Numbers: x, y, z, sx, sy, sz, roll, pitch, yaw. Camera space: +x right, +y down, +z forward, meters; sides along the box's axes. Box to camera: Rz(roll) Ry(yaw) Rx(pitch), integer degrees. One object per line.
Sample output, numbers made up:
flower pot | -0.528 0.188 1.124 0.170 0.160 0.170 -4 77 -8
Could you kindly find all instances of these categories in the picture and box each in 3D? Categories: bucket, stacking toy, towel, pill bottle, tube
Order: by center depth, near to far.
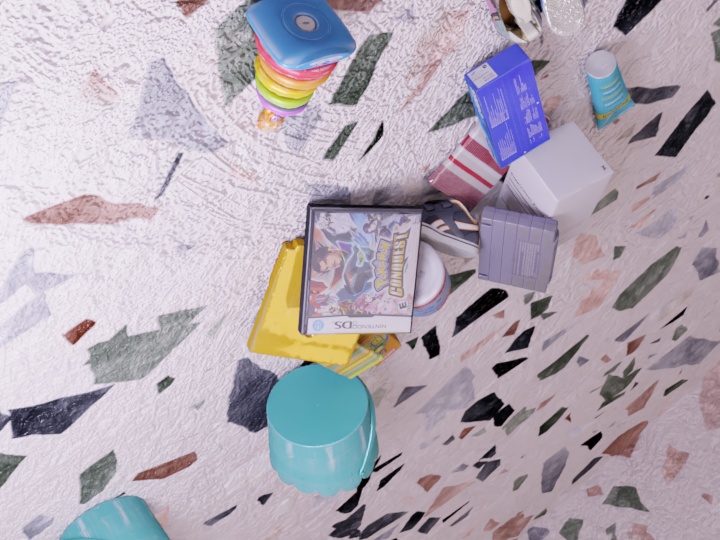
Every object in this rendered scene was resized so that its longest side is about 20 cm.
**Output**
stacking toy | -0.094 -0.237 1.423 0.115 0.110 0.200 -20 156 -32
towel | 0.208 -0.197 1.852 0.200 0.023 0.144 -48 146 12
towel | -0.060 0.121 1.887 0.199 0.018 0.086 30 133 -33
pill bottle | 0.094 0.019 1.897 0.109 0.109 0.200 -39 167 1
tube | 0.416 -0.300 1.918 0.077 0.051 0.200 -30 155 9
bucket | -0.422 0.502 1.986 0.206 0.135 0.208 -27 147 -20
bucket | -0.068 0.272 1.990 0.206 0.207 0.135 -26 140 -19

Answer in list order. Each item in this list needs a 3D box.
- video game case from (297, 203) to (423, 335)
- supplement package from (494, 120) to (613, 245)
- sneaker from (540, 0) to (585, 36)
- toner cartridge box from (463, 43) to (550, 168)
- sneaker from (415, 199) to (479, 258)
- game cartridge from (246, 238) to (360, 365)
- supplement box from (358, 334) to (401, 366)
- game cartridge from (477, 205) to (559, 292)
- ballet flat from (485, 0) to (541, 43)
video game case | 0.000 0.000 1.741 0.179 0.026 0.202 0 107 -17
supplement package | 0.320 -0.133 1.926 0.121 0.120 0.200 -26 158 -19
sneaker | 0.266 -0.432 1.566 0.076 0.111 0.201 -12 115 11
toner cartridge box | 0.226 -0.248 1.746 0.094 0.043 0.200 -30 145 0
sneaker | 0.114 -0.080 1.857 0.199 0.078 0.080 17 76 -40
game cartridge | -0.068 0.051 1.794 0.175 0.032 0.201 10 115 -25
supplement box | -0.001 0.098 1.973 0.066 0.069 0.200 -40 151 7
game cartridge | 0.264 -0.034 1.925 0.128 0.039 0.201 9 151 8
ballet flat | 0.218 -0.362 1.597 0.069 0.071 0.200 -40 149 6
